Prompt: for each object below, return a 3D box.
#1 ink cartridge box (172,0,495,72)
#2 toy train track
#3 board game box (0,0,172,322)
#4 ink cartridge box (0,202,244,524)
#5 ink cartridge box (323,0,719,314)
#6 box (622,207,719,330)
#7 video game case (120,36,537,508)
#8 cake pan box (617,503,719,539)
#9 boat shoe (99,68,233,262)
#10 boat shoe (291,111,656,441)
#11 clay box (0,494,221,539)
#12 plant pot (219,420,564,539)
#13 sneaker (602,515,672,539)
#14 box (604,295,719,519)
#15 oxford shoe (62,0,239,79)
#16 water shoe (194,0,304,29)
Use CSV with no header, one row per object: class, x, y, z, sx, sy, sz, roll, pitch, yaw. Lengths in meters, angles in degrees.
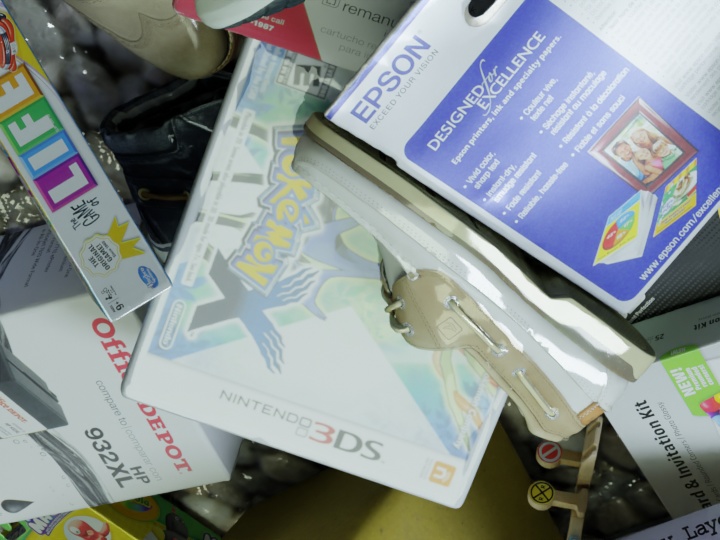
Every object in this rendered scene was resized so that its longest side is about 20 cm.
ink cartridge box,0.012,-0.192,0.949,0.145,0.083,0.200,18,130,-4
toy train track,0.101,0.147,1.139,0.032,0.200,0.115,10,152,6
board game box,-0.160,-0.073,1.012,0.034,0.134,0.200,-31,98,-7
ink cartridge box,-0.179,0.058,1.192,0.200,0.084,0.145,-13,124,21
ink cartridge box,0.111,-0.103,0.957,0.200,0.047,0.198,33,106,-30
box,0.214,0.011,1.103,0.160,0.044,0.200,29,129,-15
video game case,0.000,0.000,1.040,0.182,0.022,0.200,19,105,-8
cake pan box,0.207,0.199,1.111,0.184,0.052,0.200,-19,131,-1
boat shoe,-0.033,-0.062,1.073,0.200,0.071,0.091,-14,123,21
boat shoe,0.042,0.007,0.994,0.200,0.075,0.068,37,103,-10
clay box,-0.141,0.192,1.319,0.200,0.048,0.115,38,127,-19
plant pot,0.002,0.220,1.170,0.194,0.200,0.196,-30,92,32
sneaker,0.209,0.169,1.209,0.070,0.082,0.200,40,125,-21
box,0.238,0.070,1.093,0.200,0.041,0.156,-19,124,25
oxford shoe,-0.142,-0.151,1.019,0.200,0.075,0.070,40,125,-21
water shoe,-0.004,-0.175,0.881,0.200,0.071,0.079,-33,88,34
